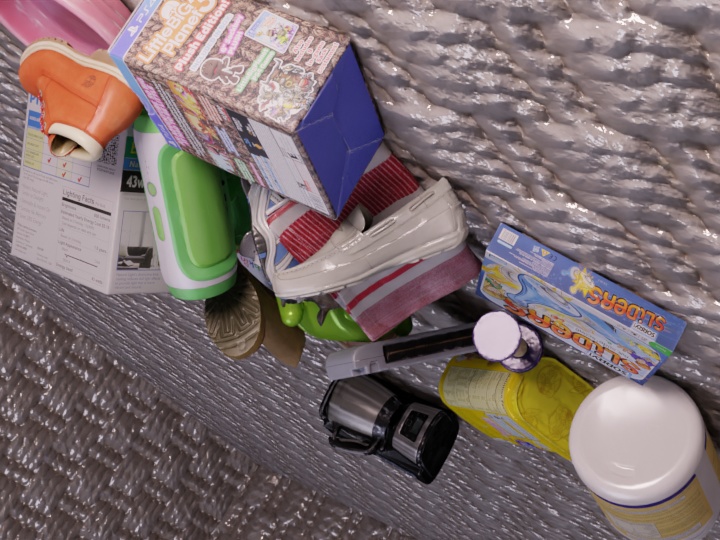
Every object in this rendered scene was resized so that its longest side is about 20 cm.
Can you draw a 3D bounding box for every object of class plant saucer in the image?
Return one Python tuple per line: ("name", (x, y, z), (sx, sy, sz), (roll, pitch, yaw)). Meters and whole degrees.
("plant saucer", (-0.293, -0.254, 1.253), (0.199, 0.051, 0.201), (28, 163, 9))

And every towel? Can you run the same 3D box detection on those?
("towel", (0.016, -0.026, 1.227), (0.200, 0.143, 0.023), (47, -164, -35))

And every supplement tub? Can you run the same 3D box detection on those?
("supplement tub", (0.320, 0.217, 1.363), (0.144, 0.147, 0.200), (20, 160, 34))

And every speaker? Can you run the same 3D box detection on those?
("speaker", (-0.181, -0.076, 1.289), (0.088, 0.088, 0.203), (16, 123, 42))

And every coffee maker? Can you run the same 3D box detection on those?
("coffee maker", (0.057, 0.248, 2.024), (0.198, 0.136, 0.192), (25, -173, 24))

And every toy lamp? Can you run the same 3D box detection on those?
("toy lamp", (0.163, 0.078, 1.341), (0.058, 0.059, 0.200), (25, 178, 18))

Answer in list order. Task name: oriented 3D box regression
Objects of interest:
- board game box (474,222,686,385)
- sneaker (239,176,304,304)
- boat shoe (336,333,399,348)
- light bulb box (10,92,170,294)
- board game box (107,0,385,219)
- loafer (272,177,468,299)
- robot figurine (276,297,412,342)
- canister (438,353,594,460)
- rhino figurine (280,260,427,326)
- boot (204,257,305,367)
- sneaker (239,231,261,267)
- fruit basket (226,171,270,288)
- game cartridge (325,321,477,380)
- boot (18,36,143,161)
("board game box", (0.211, 0.036, 1.222), (0.198, 0.035, 0.136), (29, 164, 10))
("sneaker", (-0.075, -0.060, 1.240), (0.076, 0.076, 0.203), (-110, 8, -66))
("boat shoe", (-0.026, 0.056, 1.653), (0.198, 0.076, 0.072), (19, 158, 33))
("light bulb box", (-0.280, -0.094, 1.386), (0.197, 0.203, 0.124), (18, -168, 40))
("board game box", (-0.097, -0.155, 1.101), (0.198, 0.098, 0.160), (25, 163, 22))
("loafer", (0.004, -0.028, 1.178), (0.070, 0.197, 0.071), (-58, -54, -83))
("robot figurine", (-0.016, 0.025, 1.458), (0.173, 0.118, 0.199), (3, 177, -27))
("canister", (0.200, 0.165, 1.541), (0.148, 0.087, 0.199), (36, 165, -20))
("rhino figurine", (0.000, 0.000, 1.303), (0.198, 0.060, 0.088), (-26, 131, 18))
("boot", (-0.115, 0.063, 1.450), (0.200, 0.065, 0.177), (52, -165, -54))
("sneaker", (-0.096, -0.069, 1.311), (0.200, 0.116, 0.075), (42, 171, -36))
("fruit basket", (-0.172, -0.057, 1.496), (0.183, 0.094, 0.202), (26, 144, 18))
("game cartridge", (0.063, 0.093, 1.460), (0.197, 0.042, 0.133), (-10, 180, -19))
("boot", (-0.297, -0.168, 1.237), (0.198, 0.108, 0.075), (18, 162, 44))
